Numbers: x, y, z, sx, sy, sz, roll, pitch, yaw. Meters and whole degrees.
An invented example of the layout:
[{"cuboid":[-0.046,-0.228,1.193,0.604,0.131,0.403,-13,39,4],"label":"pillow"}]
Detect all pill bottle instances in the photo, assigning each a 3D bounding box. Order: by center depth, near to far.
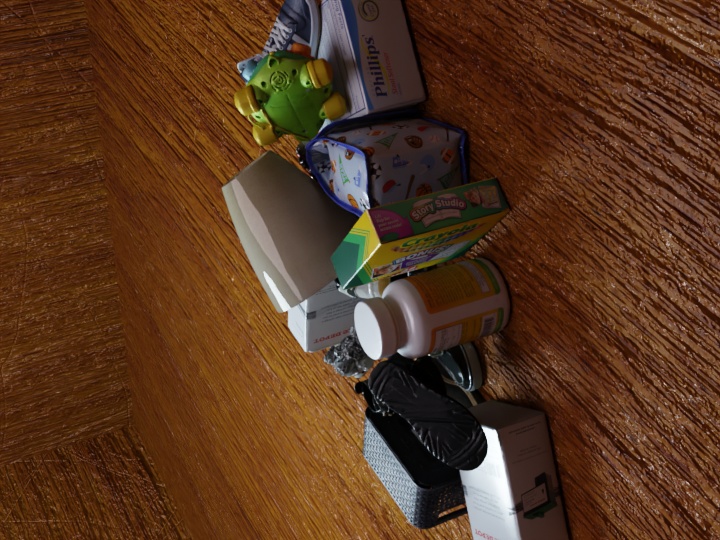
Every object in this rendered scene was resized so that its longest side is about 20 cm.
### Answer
[{"cuboid":[0.097,0.058,1.558,0.111,0.199,0.112,44,142,49],"label":"pill bottle"}]

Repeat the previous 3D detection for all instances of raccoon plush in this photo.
[{"cuboid":[-0.003,0.084,1.879,0.097,0.133,0.201,8,111,66],"label":"raccoon plush"}]

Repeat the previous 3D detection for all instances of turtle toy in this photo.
[{"cuboid":[-0.100,-0.253,1.633,0.200,0.145,0.101,63,-171,-58],"label":"turtle toy"}]

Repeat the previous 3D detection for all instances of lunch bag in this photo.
[{"cuboid":[0.033,-0.161,1.605,0.200,0.169,0.124,33,132,58],"label":"lunch bag"}]

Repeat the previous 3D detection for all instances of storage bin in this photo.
[{"cuboid":[0.102,0.292,1.770,0.200,0.135,0.094,50,147,44],"label":"storage bin"}]

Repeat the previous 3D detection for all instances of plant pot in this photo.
[{"cuboid":[-0.110,-0.073,1.675,0.200,0.187,0.187,53,159,-10],"label":"plant pot"}]

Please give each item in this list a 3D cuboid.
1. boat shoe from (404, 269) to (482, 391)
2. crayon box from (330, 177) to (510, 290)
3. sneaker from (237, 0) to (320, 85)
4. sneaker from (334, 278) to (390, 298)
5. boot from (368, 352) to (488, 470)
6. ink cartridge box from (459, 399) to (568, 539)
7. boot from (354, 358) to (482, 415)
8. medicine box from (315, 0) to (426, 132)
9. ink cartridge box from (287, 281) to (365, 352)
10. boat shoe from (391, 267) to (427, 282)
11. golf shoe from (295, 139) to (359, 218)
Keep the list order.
[{"cuboid":[0.113,0.099,1.688,0.074,0.068,0.200,-20,96,62],"label":"boat shoe"},{"cuboid":[0.079,-0.049,1.534,0.059,0.199,0.173,69,156,13],"label":"crayon box"},{"cuboid":[-0.124,-0.335,1.670,0.070,0.108,0.201,53,149,40],"label":"sneaker"},{"cuboid":[0.000,0.000,1.740,0.200,0.087,0.076,-100,12,-85],"label":"sneaker"},{"cuboid":[0.106,0.188,1.583,0.200,0.077,0.168,39,-170,10],"label":"boot"},{"cuboid":[0.210,0.299,1.597,0.146,0.084,0.201,5,108,66],"label":"ink cartridge box"},{"cuboid":[0.094,0.212,1.737,0.200,0.138,0.078,35,134,55],"label":"boot"},{"cuboid":[-0.006,-0.313,1.685,0.200,0.103,0.183,-12,93,66],"label":"medicine box"},{"cuboid":[-0.046,0.026,1.928,0.084,0.145,0.201,50,146,43],"label":"ink cartridge box"},{"cuboid":[0.069,0.003,1.762,0.072,0.060,0.202,54,149,38],"label":"boat shoe"},{"cuboid":[-0.011,-0.142,1.724,0.200,0.092,0.073,40,179,-16],"label":"golf shoe"}]
